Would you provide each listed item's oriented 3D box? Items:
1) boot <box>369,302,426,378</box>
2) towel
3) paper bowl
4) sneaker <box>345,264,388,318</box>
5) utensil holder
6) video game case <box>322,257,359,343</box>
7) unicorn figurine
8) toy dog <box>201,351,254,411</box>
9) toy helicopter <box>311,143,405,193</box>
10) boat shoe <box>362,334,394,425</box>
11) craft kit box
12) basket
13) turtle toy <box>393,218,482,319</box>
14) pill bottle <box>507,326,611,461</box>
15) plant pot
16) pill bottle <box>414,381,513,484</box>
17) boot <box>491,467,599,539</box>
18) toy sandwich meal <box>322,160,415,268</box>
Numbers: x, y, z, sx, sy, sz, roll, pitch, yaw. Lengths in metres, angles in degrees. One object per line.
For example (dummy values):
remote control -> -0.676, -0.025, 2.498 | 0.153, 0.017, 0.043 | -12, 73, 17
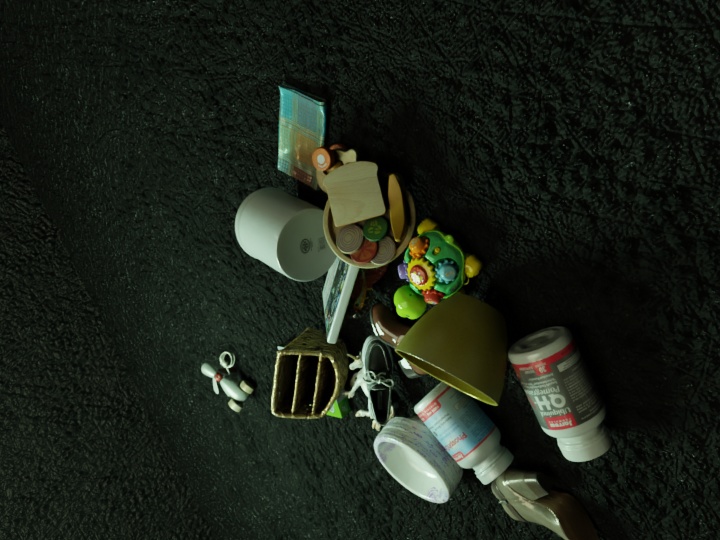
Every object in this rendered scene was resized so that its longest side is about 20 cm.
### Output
boot -> 0.125, 0.118, 1.061 | 0.200, 0.068, 0.190 | -37, 78, 45
towel -> -0.132, -0.293, 1.141 | 0.146, 0.022, 0.202 | 32, 130, 31
paper bowl -> 0.136, 0.407, 1.149 | 0.200, 0.104, 0.202 | 29, 142, 26
sneaker -> 0.000, 0.000, 1.114 | 0.202, 0.077, 0.082 | -67, 27, 24
utensil holder -> -0.162, -0.081, 1.137 | 0.199, 0.169, 0.172 | 28, 130, 50
video game case -> -0.045, 0.022, 1.114 | 0.182, 0.023, 0.202 | -102, 26, -57
unicorn figurine -> 0.015, 0.285, 1.262 | 0.200, 0.074, 0.137 | 45, 128, -2
toy dog -> -0.438, 0.380, 1.744 | 0.201, 0.131, 0.096 | 57, 177, 13
toy helicopter -> -0.004, -0.176, 1.038 | 0.198, 0.079, 0.134 | 15, 114, 26
boat shoe -> 0.041, 0.249, 1.173 | 0.068, 0.073, 0.202 | -127, 39, -82
craft kit box -> -0.130, 0.296, 1.426 | 0.199, 0.048, 0.199 | -4, 110, 46
basket -> -0.119, 0.268, 1.267 | 0.141, 0.149, 0.202 | 20, 115, 18
turtle toy -> 0.127, 0.010, 0.976 | 0.146, 0.101, 0.201 | 42, 134, 21
pill bottle -> 0.335, 0.205, 0.859 | 0.110, 0.110, 0.202 | -25, 91, 48
plant pot -> 0.180, 0.127, 0.915 | 0.199, 0.143, 0.200 | 29, 169, 6
pill bottle -> 0.210, 0.323, 1.047 | 0.200, 0.108, 0.109 | 49, 136, 15
boot -> 0.355, 0.476, 1.021 | 0.201, 0.070, 0.146 | 53, 144, 12
toy sandwich meal -> 0.009, -0.106, 0.961 | 0.203, 0.070, 0.208 | -1, 86, 18
